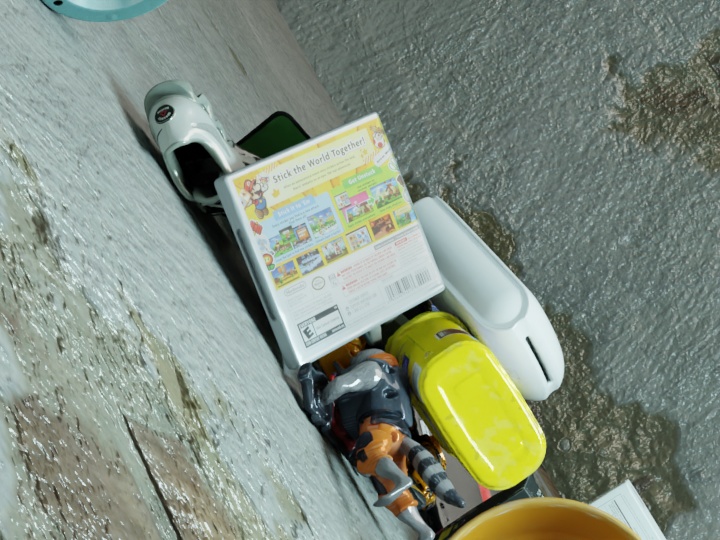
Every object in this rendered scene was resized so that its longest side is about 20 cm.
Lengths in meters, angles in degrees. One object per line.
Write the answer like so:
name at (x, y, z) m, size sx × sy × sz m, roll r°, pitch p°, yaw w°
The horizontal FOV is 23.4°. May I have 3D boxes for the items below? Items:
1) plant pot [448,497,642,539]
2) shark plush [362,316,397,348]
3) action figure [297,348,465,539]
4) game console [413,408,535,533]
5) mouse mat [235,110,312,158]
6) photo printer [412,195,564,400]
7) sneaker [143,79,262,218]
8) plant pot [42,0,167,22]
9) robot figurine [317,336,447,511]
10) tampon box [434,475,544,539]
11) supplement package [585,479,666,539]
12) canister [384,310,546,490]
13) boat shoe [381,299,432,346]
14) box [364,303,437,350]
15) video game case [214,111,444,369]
plant pot at (0.150, 0.312, 1.395) m, size 0.184 × 0.199 × 0.201 m, roll 79°, pitch -15°, yaw -58°
shark plush at (-0.014, -0.007, 1.679) m, size 0.083 × 0.091 × 0.200 m, roll 32°, pitch -10°, yaw 46°
action figure at (0.032, 0.156, 1.557) m, size 0.200 × 0.104 × 0.195 m, roll 48°, pitch 21°, yaw -50°
game console at (0.115, 0.194, 1.866) m, size 0.176 × 0.031 × 0.202 m, roll 7°, pitch 60°, yaw -42°
mouse mat at (-0.051, -0.059, 1.734) m, size 0.200 × 0.161 × 0.008 m, roll 46°, pitch 52°, yaw -11°
photo printer at (0.127, 0.035, 1.753) m, size 0.200 × 0.069 × 0.167 m, roll 49°, pitch -6°, yaw 36°
sneaker at (-0.131, -0.079, 1.592) m, size 0.200 × 0.074 × 0.089 m, roll 45°, pitch 23°, yaw -43°
plant pot at (-0.229, -0.328, 1.510) m, size 0.200 × 0.198 × 0.190 m, roll 47°, pitch 27°, yaw -60°
robot figurine at (0.025, 0.147, 1.728) m, size 0.201 × 0.058 × 0.145 m, roll 57°, pitch 7°, yaw -2°
tampon box at (0.161, 0.317, 1.659) m, size 0.201 × 0.126 × 0.150 m, roll 58°, pitch 5°, yaw 6°
supplement package at (0.234, 0.335, 1.814) m, size 0.151 × 0.199 × 0.152 m, roll 58°, pitch 6°, yaw 10°
canister at (0.098, 0.120, 1.633) m, size 0.149 × 0.086 × 0.200 m, roll 57°, pitch -2°, yaw -8°
boat shoe at (0.000, 0.000, 1.822) m, size 0.201 × 0.071 × 0.061 m, roll 48°, pitch 54°, yaw -25°
box at (0.058, 0.121, 1.893) m, size 0.121 × 0.032 × 0.202 m, roll 21°, pitch 50°, yaw -42°
video game case at (-0.025, -0.031, 1.594) m, size 0.023 × 0.199 × 0.184 m, roll -15°, pitch -81°, yaw 50°
